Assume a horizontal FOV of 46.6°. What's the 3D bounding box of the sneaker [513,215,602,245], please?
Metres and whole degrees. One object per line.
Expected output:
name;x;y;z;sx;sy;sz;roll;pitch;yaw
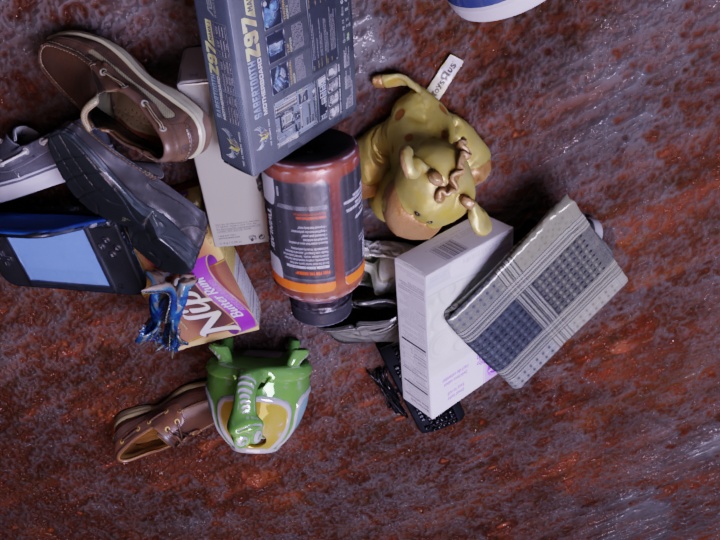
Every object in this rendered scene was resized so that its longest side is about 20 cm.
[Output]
sneaker;0.215;0.012;1.047;0.097;0.071;0.202;12;121;-16

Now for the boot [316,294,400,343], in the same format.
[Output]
boot;0.045;0.058;1.021;0.196;0.069;0.131;-8;172;2

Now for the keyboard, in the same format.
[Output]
keyboard;0.078;0.173;1.181;0.103;0.040;0.202;-20;127;9

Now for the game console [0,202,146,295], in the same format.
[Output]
game console;-0.359;-0.012;0.898;0.196;0.119;0.173;4;133;18

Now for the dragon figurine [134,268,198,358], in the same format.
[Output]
dragon figurine;-0.214;0.053;0.917;0.058;0.200;0.101;8;91;-13

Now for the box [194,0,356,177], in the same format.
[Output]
box;-0.074;-0.213;0.784;0.051;0.157;0.202;25;138;31

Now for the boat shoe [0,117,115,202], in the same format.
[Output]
boat shoe;-0.353;-0.118;0.882;0.197;0.072;0.069;-13;107;18

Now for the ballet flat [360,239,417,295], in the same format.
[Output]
ballet flat;0.000;0.000;1.015;0.196;0.072;0.073;8;128;-13

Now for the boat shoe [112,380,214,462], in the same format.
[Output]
boat shoe;-0.255;0.215;1.161;0.197;0.068;0.072;-21;128;11

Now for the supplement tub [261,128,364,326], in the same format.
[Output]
supplement tub;-0.048;-0.042;0.896;0.105;0.108;0.203;-4;120;-3

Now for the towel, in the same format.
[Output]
towel;0.207;0.028;0.971;0.200;0.035;0.192;-44;132;5

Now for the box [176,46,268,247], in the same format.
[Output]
box;-0.139;-0.129;0.886;0.067;0.083;0.202;-5;131;-1

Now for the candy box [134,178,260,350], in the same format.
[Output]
candy box;-0.206;-0.002;0.998;0.115;0.057;0.202;-14;128;6

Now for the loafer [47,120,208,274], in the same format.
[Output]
loafer;-0.232;-0.083;0.852;0.072;0.073;0.201;-2;141;36

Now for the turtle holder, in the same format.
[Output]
turtle holder;-0.122;0.159;1.047;0.139;0.185;0.134;2;94;-28

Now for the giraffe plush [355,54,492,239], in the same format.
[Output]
giraffe plush;0.071;-0.099;0.877;0.169;0.164;0.202;8;129;-12

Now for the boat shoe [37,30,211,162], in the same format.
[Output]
boat shoe;-0.239;-0.166;0.792;0.200;0.075;0.076;28;128;16

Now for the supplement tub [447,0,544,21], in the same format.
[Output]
supplement tub;0.102;-0.333;0.702;0.143;0.146;0.201;-25;127;15

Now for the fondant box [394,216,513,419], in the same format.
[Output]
fondant box;0.113;0.053;0.986;0.143;0.058;0.203;-28;129;-31
